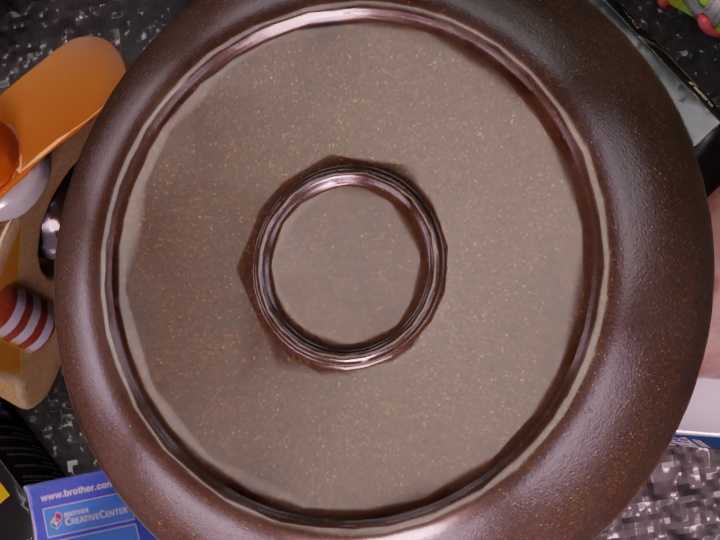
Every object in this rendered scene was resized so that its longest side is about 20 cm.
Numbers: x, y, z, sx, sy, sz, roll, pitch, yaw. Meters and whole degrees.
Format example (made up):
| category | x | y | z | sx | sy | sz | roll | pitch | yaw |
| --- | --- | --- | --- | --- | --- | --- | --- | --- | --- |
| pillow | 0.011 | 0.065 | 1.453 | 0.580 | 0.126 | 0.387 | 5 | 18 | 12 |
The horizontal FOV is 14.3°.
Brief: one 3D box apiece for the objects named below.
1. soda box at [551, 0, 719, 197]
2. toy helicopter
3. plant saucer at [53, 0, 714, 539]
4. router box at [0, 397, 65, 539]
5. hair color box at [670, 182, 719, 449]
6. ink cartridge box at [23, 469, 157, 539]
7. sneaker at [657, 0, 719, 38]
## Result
| category | x | y | z | sx | sy | sz | roll | pitch | yaw |
| --- | --- | --- | --- | --- | --- | --- | --- | --- | --- |
| soda box | 0.021 | 0.006 | 0.855 | 0.200 | 0.063 | 0.071 | -44 | 74 | 9 |
| toy helicopter | -0.120 | 0.009 | 0.891 | 0.079 | 0.133 | 0.200 | 25 | 58 | 18 |
| plant saucer | 0.000 | 0.000 | 0.813 | 0.199 | 0.032 | 0.202 | -2 | 83 | 16 |
| router box | -0.182 | 0.129 | 0.970 | 0.200 | 0.052 | 0.157 | -41 | 75 | 8 |
| hair color box | 0.127 | 0.006 | 0.888 | 0.199 | 0.060 | 0.101 | 3 | 84 | 18 |
| ink cartridge box | -0.027 | 0.150 | 0.899 | 0.119 | 0.042 | 0.201 | -10 | 77 | -21 |
| sneaker | 0.133 | -0.079 | 0.837 | 0.199 | 0.078 | 0.091 | 15 | 111 | 35 |
